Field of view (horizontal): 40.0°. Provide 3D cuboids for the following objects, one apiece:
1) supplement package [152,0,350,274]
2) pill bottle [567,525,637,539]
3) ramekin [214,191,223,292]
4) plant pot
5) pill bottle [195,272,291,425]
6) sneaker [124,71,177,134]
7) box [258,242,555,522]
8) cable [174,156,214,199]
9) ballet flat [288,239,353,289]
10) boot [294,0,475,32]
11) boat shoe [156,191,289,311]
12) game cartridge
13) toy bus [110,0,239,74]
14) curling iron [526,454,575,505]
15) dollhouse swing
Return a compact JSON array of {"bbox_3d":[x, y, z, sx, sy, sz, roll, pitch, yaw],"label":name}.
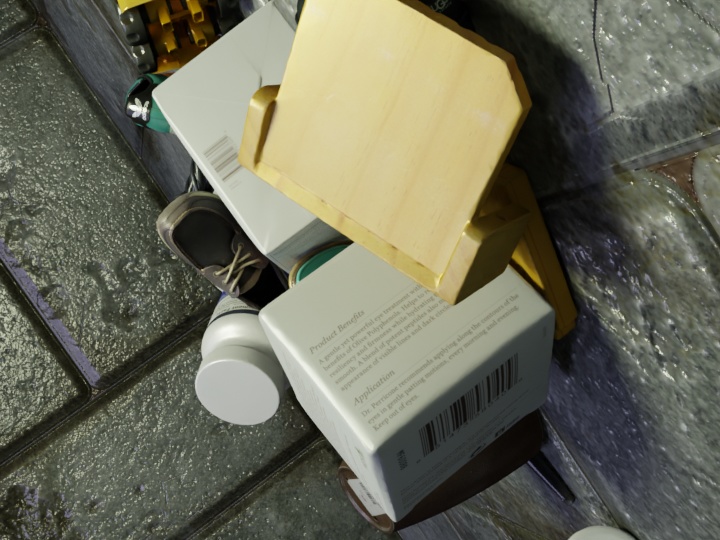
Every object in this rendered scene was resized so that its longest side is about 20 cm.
[{"bbox_3d":[-0.071,-0.115,0.978,0.192,0.147,0.200,54,180,10],"label":"supplement package"},{"bbox_3d":[0.282,0.381,1.152,0.106,0.106,0.200,46,164,33],"label":"pill bottle"},{"bbox_3d":[-0.112,-0.058,1.272,0.201,0.200,0.098,55,161,-3],"label":"ramekin"},{"bbox_3d":[0.076,0.203,1.146,0.187,0.200,0.188,38,149,29],"label":"plant pot"},{"bbox_3d":[-0.114,0.070,1.119,0.116,0.115,0.201,62,-154,-30],"label":"pill bottle"},{"bbox_3d":[-0.238,-0.210,1.188,0.200,0.079,0.072,-113,35,-72],"label":"sneaker"},{"bbox_3d":[0.046,0.081,0.901,0.171,0.199,0.200,47,165,27],"label":"box"},{"bbox_3d":[-0.198,-0.130,1.204,0.050,0.164,0.200,17,-152,-15],"label":"cable"},{"bbox_3d":[0.000,0.000,0.995,0.063,0.199,0.069,-20,88,53],"label":"ballet flat"},{"bbox_3d":[-0.007,-0.237,0.703,0.198,0.073,0.163,28,153,49],"label":"boot"},{"bbox_3d":[-0.124,-0.014,0.991,0.073,0.075,0.200,41,-178,33],"label":"boat shoe"},{"bbox_3d":[0.105,-0.040,0.891,0.200,0.032,0.177,38,159,56],"label":"game cartridge"},{"bbox_3d":[-0.234,-0.348,1.149,0.200,0.135,0.193,110,136,-78],"label":"toy bus"},{"bbox_3d":[0.193,0.207,1.210,0.200,0.025,0.050,54,164,5],"label":"curling iron"},{"bbox_3d":[0.041,-0.108,0.731,0.199,0.177,0.182,33,-157,16],"label":"dollhouse swing"}]
